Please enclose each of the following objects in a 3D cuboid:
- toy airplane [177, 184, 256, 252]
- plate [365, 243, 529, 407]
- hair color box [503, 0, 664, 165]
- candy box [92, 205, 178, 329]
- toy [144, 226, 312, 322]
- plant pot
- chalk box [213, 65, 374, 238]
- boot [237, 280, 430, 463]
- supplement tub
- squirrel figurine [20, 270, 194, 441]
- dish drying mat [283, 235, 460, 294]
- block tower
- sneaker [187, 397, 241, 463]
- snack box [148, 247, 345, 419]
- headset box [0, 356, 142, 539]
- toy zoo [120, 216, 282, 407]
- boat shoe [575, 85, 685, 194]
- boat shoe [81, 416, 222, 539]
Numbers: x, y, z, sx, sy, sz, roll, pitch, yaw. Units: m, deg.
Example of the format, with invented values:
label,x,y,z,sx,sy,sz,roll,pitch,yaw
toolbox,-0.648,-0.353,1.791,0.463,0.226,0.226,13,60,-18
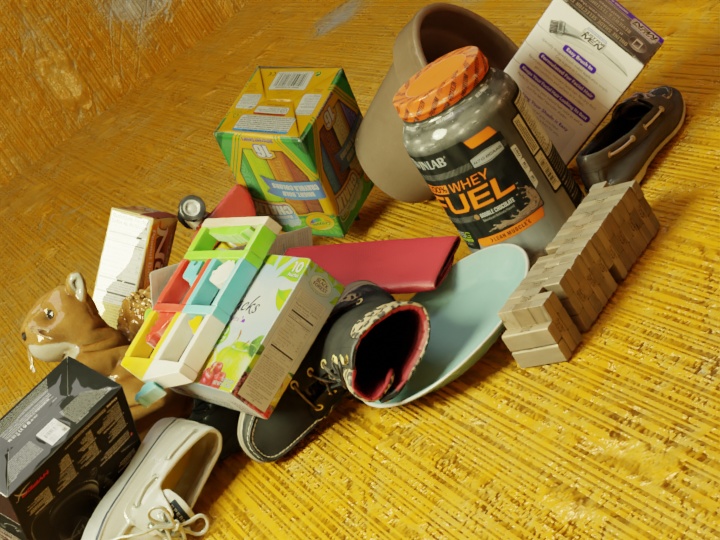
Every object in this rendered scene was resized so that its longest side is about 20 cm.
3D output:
label,x,y,z,sx,sy,sz,roll,pitch,yaw
toy airplane,-0.164,0.026,1.860,0.200,0.140,0.200,-79,9,-53
plate,0.080,0.055,1.488,0.200,0.026,0.200,-39,19,16
hair color box,0.200,-0.184,1.636,0.065,0.109,0.200,-45,-6,-44
candy box,-0.266,0.029,1.877,0.055,0.201,0.115,13,5,6
toy,-0.135,0.029,1.678,0.199,0.116,0.047,-19,24,-39
plant pot,0.088,-0.167,1.836,0.175,0.200,0.201,-44,10,38
chalk box,-0.062,-0.122,1.907,0.124,0.201,0.124,5,48,31
boot,-0.023,0.095,1.472,0.200,0.073,0.150,-48,16,-11
supplement tub,0.122,-0.103,1.557,0.122,0.200,0.123,-31,19,12
squirrel figurine,-0.250,0.087,1.707,0.199,0.187,0.142,-30,-17,-26
dish drying mat,0.000,0.000,1.608,0.199,0.018,0.077,-4,38,32
block tower,0.192,-0.002,1.424,0.058,0.054,0.200,-13,29,45
sneaker,-0.134,0.115,1.627,0.076,0.091,0.200,-11,31,45
snack box,-0.112,0.054,1.532,0.200,0.053,0.143,6,61,59
headset box,-0.271,0.205,1.512,0.077,0.201,0.149,25,55,29
toy zoo,-0.158,0.038,1.541,0.131,0.020,0.201,1,58,58
boat shoe,0.268,-0.140,1.622,0.067,0.057,0.200,-17,26,41
boat shoe,-0.178,0.221,1.480,0.086,0.075,0.202,1,45,33
